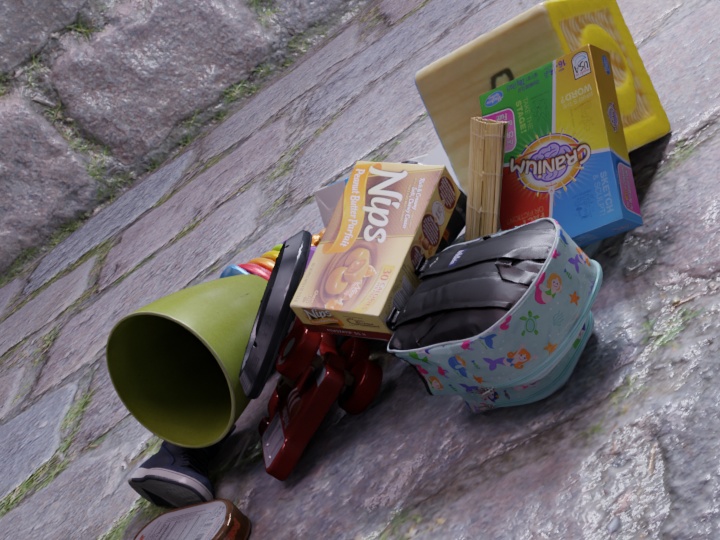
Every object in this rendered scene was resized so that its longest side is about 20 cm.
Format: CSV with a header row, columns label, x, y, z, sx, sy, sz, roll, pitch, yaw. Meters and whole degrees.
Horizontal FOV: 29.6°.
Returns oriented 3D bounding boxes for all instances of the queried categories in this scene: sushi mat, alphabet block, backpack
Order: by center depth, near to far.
label,x,y,z,sx,sy,sz,roll,pitch,yaw
backpack,0.145,0.043,1.349,0.200,0.151,0.178,-26,26,53
sushi mat,0.135,-0.068,1.502,0.012,0.201,0.096,-1,12,-18
alphabet block,0.219,-0.200,1.627,0.200,0.197,0.195,-24,2,37

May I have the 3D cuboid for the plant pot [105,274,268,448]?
label,x,y,z,sx,sy,sz,roll,pitch,yaw
plant pot,-0.180,0.089,1.692,0.187,0.187,0.200,-24,12,39

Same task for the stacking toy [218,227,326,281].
label,x,y,z,sx,sy,sz,roll,pitch,yaw
stacking toy,-0.093,-0.001,1.855,0.200,0.110,0.116,-44,-20,-32

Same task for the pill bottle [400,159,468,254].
label,x,y,z,sx,sy,sz,roll,pitch,yaw
pill bottle,0.036,-0.021,1.574,0.200,0.106,0.106,-55,21,-11

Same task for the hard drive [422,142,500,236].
label,x,y,z,sx,sy,sz,roll,pitch,yaw
hard drive,0.104,-0.075,1.772,0.132,0.026,0.200,-46,35,17

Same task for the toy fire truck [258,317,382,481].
label,x,y,z,sx,sy,sz,roll,pitch,yaw
toy fire truck,-0.071,0.145,1.618,0.168,0.112,0.200,-56,16,8

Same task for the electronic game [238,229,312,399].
label,x,y,z,sx,sy,sz,roll,pitch,yaw
electronic game,-0.094,0.050,1.543,0.200,0.042,0.200,-161,90,-84

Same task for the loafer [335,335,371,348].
label,x,y,z,sx,sy,sz,roll,pitch,yaw
loafer,-0.009,0.063,1.750,0.072,0.073,0.200,-16,7,-35

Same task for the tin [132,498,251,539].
label,x,y,z,sx,sy,sz,roll,pitch,yaw
tin,-0.206,0.317,1.564,0.200,0.042,0.112,-21,21,43

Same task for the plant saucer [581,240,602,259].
label,x,y,z,sx,sy,sz,roll,pitch,yaw
plant saucer,0.210,-0.017,1.543,0.201,0.039,0.201,-35,18,13

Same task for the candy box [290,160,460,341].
label,x,y,z,sx,sy,sz,roll,pitch,yaw
candy box,0.018,-0.024,1.470,0.115,0.055,0.200,6,58,32

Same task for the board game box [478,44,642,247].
label,x,y,z,sx,sy,sz,roll,pitch,yaw
board game box,0.212,-0.121,1.464,0.153,0.040,0.201,-23,67,38

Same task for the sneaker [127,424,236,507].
label,x,y,z,sx,sy,sz,roll,pitch,yaw
sneaker,-0.205,0.226,1.705,0.146,0.077,0.202,-50,20,-22

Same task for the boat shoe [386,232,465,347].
label,x,y,z,sx,sy,sz,roll,pitch,yaw
boat shoe,0.095,0.025,1.614,0.062,0.073,0.200,-8,40,50

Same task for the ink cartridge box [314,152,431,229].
label,x,y,z,sx,sy,sz,roll,pitch,yaw
ink cartridge box,0.049,-0.116,1.944,0.200,0.067,0.116,-18,1,-25

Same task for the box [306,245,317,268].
label,x,y,z,sx,sy,sz,roll,pitch,yaw
box,0.000,0.000,1.723,0.200,0.137,0.039,-161,79,-72
